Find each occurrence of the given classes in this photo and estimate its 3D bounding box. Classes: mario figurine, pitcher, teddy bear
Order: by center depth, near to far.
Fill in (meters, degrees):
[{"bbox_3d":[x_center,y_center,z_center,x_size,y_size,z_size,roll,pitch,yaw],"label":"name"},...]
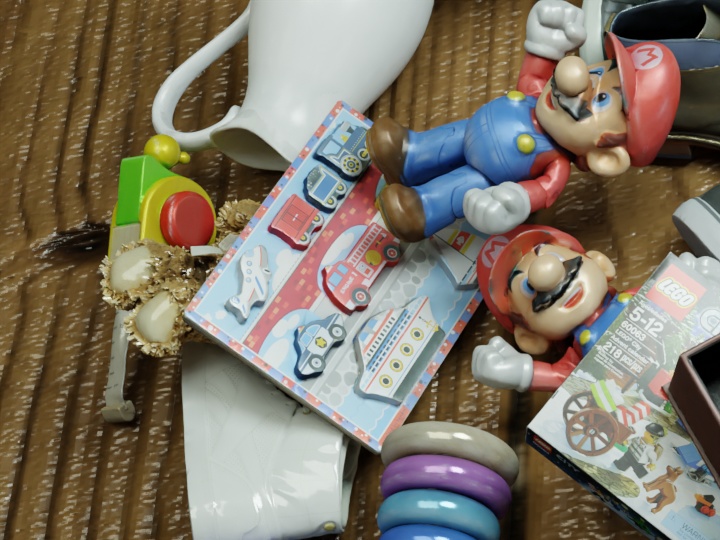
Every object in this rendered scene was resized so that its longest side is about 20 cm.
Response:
[{"bbox_3d":[0.145,0.035,1.554,0.123,0.106,0.200,-25,50,-39],"label":"mario figurine"},{"bbox_3d":[0.098,-0.095,1.578,0.200,0.106,0.124,-22,91,14],"label":"mario figurine"},{"bbox_3d":[-0.068,0.010,1.659,0.200,0.067,0.145,-23,39,-34],"label":"teddy bear"},{"bbox_3d":[-0.046,-0.160,1.771,0.171,0.121,0.200,15,76,27],"label":"pitcher"}]

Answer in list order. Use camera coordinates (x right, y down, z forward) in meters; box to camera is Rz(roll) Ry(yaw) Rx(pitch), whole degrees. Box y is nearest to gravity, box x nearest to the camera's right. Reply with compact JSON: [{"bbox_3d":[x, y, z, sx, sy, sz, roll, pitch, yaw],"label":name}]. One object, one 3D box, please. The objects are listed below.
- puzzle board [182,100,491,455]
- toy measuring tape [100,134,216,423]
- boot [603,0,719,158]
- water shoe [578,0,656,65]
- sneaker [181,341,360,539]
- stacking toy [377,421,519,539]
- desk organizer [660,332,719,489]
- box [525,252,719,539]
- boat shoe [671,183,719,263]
[{"bbox_3d":[0.000,0.000,1.624,0.151,0.017,0.200,35,58,0],"label":"puzzle board"},{"bbox_3d":[-0.135,0.007,1.743,0.074,0.074,0.200,0,79,24],"label":"toy measuring tape"},{"bbox_3d":[0.248,-0.123,1.619,0.200,0.097,0.075,-3,48,22],"label":"boot"},{"bbox_3d":[0.208,-0.198,1.707,0.079,0.072,0.200,10,63,30],"label":"water shoe"},{"bbox_3d":[-0.055,0.097,1.640,0.115,0.074,0.200,-8,47,0],"label":"sneaker"},{"bbox_3d":[0.039,0.194,1.518,0.085,0.085,0.200,-1,62,24],"label":"stacking toy"},{"bbox_3d":[0.247,0.124,1.404,0.072,0.077,0.200,-27,74,-6],"label":"desk organizer"},{"bbox_3d":[0.214,0.103,1.472,0.200,0.038,0.137,37,78,12],"label":"box"},{"bbox_3d":[0.263,0.008,1.547,0.057,0.069,0.200,-37,49,-3],"label":"boat shoe"}]
